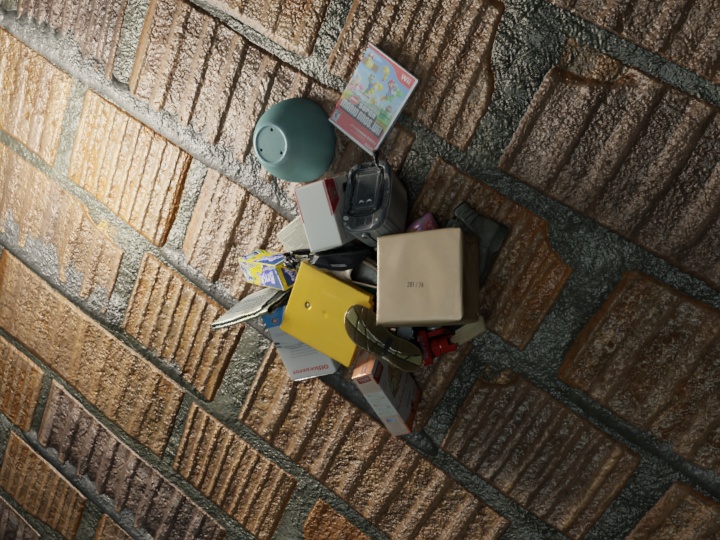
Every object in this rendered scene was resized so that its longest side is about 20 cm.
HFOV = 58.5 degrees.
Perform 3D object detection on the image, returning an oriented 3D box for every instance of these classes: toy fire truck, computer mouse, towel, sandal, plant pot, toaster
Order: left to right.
[{"bbox_3d":[-0.258,0.081,1.621,0.198,0.192,0.035,-17,103,29],"label":"towel"},{"bbox_3d":[-0.174,-0.301,1.509,0.197,0.134,0.204,7,106,24],"label":"plant pot"},{"bbox_3d":[-0.080,-0.023,1.436,0.197,0.140,0.047,-9,103,-13],"label":"computer mouse"},{"bbox_3d":[0.037,-0.148,1.422,0.112,0.129,0.203,-6,65,26],"label":"toaster"},{"bbox_3d":[0.047,0.153,1.400,0.199,0.054,0.081,34,84,5],"label":"sandal"},{"bbox_3d":[0.170,0.115,1.443,0.197,0.129,0.179,-14,84,1],"label":"toy fire truck"}]

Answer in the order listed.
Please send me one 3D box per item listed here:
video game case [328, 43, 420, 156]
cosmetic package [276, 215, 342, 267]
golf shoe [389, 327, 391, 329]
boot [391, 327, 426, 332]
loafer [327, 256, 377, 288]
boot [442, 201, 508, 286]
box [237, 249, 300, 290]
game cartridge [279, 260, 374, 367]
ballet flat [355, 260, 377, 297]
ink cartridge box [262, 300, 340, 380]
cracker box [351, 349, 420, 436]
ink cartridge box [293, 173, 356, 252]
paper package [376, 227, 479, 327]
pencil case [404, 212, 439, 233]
[{"bbox_3d":[0.028,-0.384,1.454,0.143,0.017,0.201,40,117,12],"label":"video game case"},{"bbox_3d":[-0.101,-0.037,1.571,0.103,0.087,0.202,-33,87,27],"label":"cosmetic package"},{"bbox_3d":[-0.017,0.107,1.516,0.197,0.092,0.076,3,139,21],"label":"golf shoe"},{"bbox_3d":[0.067,0.130,1.551,0.197,0.074,0.077,12,96,15],"label":"boot"},{"bbox_3d":[0.000,0.000,1.459,0.197,0.063,0.073,17,104,15],"label":"loafer"},{"bbox_3d":[0.222,-0.039,1.383,0.129,0.068,0.202,27,78,9],"label":"boot"},{"bbox_3d":[-0.225,-0.004,1.600,0.199,0.064,0.071,8,123,52],"label":"box"},{"bbox_3d":[-0.076,0.098,1.474,0.198,0.032,0.179,26,106,19],"label":"game cartridge"},{"bbox_3d":[0.049,0.007,1.520,0.199,0.067,0.068,-40,91,30],"label":"ballet flat"},{"bbox_3d":[-0.142,0.163,1.631,0.145,0.086,0.202,-15,108,28],"label":"ink cartridge box"},{"bbox_3d":[0.065,0.269,1.508,0.057,0.135,0.201,-19,118,29],"label":"cracker box"},{"bbox_3d":[-0.055,-0.137,1.459,0.083,0.200,0.147,-12,98,24],"label":"ink cartridge box"},{"bbox_3d":[0.137,0.018,1.325,0.197,0.103,0.194,-4,82,31],"label":"paper package"},{"bbox_3d":[0.183,-0.030,1.439,0.087,0.087,0.201,-39,86,29],"label":"pencil case"}]
